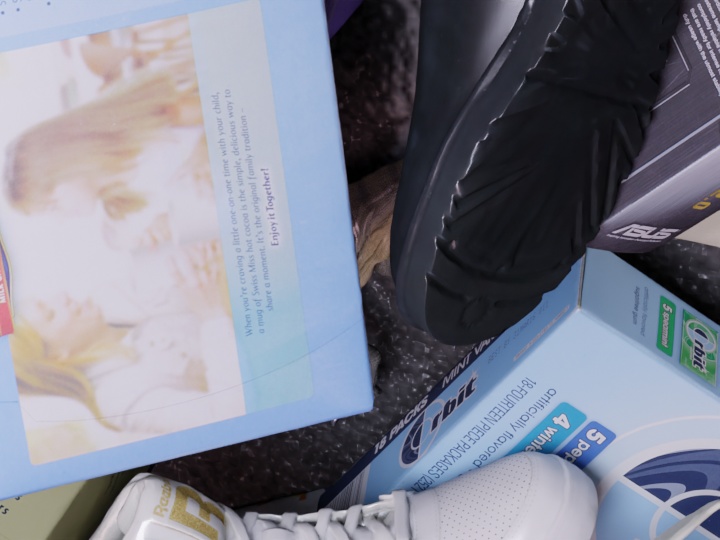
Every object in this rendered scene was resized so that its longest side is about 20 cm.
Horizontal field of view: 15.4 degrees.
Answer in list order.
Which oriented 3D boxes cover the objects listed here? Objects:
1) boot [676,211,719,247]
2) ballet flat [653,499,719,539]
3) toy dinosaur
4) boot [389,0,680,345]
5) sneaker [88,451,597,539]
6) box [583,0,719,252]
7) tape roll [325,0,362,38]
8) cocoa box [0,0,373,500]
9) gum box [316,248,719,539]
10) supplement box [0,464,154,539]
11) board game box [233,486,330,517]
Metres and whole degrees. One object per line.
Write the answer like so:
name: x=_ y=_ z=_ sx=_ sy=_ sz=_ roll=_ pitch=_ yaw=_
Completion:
boot: x=0.116 y=-0.088 z=0.885 sx=0.154 sy=0.072 sz=0.201 roll=12 pitch=125 yaw=19
ballet flat: x=0.150 y=0.104 z=0.896 sx=0.199 sy=0.068 sz=0.069 roll=-18 pitch=87 yaw=-13
toy dinosaur: x=0.000 y=0.000 z=1.003 sx=0.199 sy=0.047 sz=0.088 roll=-29 pitch=98 yaw=30
boot: x=0.019 y=-0.099 z=0.807 sx=0.162 sy=0.073 sz=0.199 roll=35 pitch=112 yaw=38
sneaker: x=-0.024 y=0.105 z=0.923 sx=0.200 sy=0.074 sz=0.116 roll=-36 pitch=117 yaw=16
box: x=0.098 y=-0.130 z=0.820 sx=0.158 sy=0.048 sz=0.201 roll=-35 pitch=68 yaw=32
tape roll: x=-0.086 y=-0.147 z=0.940 sx=0.199 sy=0.066 sz=0.201 roll=11 pitch=122 yaw=18
cocoa box: x=-0.084 y=-0.054 z=0.808 sx=0.133 sy=0.131 sz=0.201 roll=-13 pitch=113 yaw=-14
gum box: x=0.109 y=0.101 z=0.986 sx=0.199 sy=0.045 sz=0.170 roll=33 pitch=126 yaw=-16
supplement box: x=-0.161 y=0.069 z=0.980 sx=0.134 sy=0.200 sz=0.200 roll=32 pitch=148 yaw=2
board game box: x=-0.009 y=0.203 z=1.086 sx=0.103 sy=0.105 sz=0.201 roll=-15 pitch=112 yaw=29
